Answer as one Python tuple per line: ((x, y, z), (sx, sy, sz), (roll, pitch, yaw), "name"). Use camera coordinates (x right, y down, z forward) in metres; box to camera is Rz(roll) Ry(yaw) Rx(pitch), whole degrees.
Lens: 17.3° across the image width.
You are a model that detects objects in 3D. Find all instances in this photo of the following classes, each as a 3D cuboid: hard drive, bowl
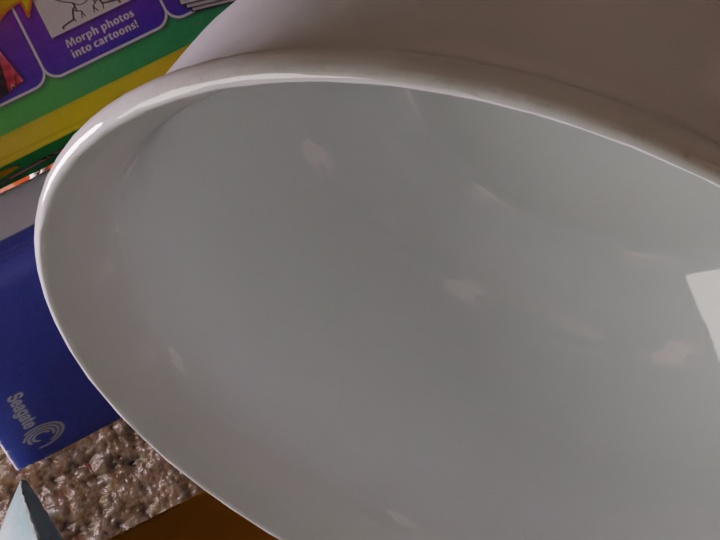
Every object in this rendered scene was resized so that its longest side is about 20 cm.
((-0.033, -0.015, 0.721), (0.025, 0.200, 0.132), (60, 173, 25), "hard drive")
((0.043, -0.006, 0.477), (0.201, 0.090, 0.201), (17, 149, 10), "bowl")

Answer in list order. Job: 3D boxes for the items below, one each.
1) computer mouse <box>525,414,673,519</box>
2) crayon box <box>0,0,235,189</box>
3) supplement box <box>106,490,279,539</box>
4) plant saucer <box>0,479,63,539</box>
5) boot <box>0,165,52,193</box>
((0.069, 0.034, 0.648), (0.110, 0.044, 0.200), (20, -162, -22), "computer mouse")
((-0.069, -0.105, 0.644), (0.119, 0.200, 0.058), (63, 173, -1), "crayon box")
((0.040, 0.146, 0.797), (0.133, 0.197, 0.200), (59, 172, 33), "supplement box")
((-0.076, 0.162, 0.727), (0.201, 0.039, 0.201), (63, 173, 14), "plant saucer")
((-0.106, -0.039, 0.807), (0.200, 0.107, 0.075), (-45, 26, 48), "boot")
